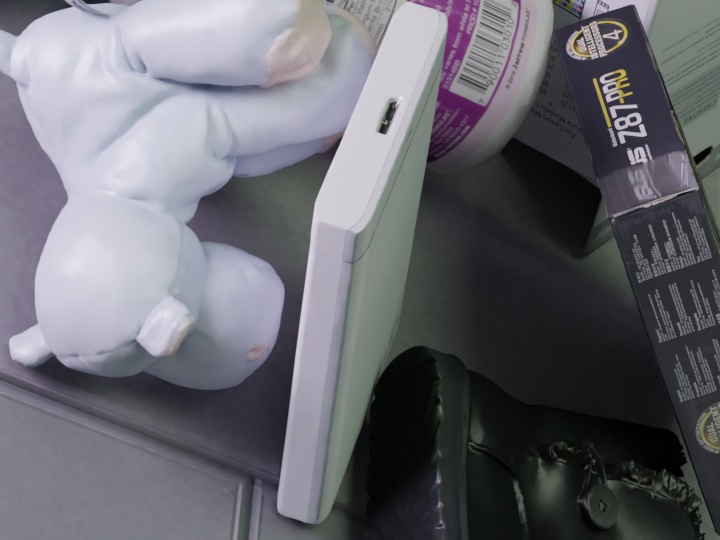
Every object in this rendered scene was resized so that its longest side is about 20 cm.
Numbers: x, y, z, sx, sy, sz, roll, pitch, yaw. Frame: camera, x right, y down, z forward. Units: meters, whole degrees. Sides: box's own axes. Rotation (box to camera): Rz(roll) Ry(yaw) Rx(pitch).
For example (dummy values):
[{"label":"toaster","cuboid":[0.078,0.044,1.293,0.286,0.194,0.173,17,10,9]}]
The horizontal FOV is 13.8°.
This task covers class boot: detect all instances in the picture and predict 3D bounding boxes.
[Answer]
[{"label":"boot","cuboid":[0.082,0.144,1.349,0.167,0.076,0.201,21,57,-30]}]

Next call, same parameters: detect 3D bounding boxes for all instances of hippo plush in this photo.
[{"label":"hippo plush","cuboid":[-0.077,-0.035,1.273,0.199,0.159,0.162,21,62,-47]}]

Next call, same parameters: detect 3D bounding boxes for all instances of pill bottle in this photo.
[{"label":"pill bottle","cuboid":[-0.017,-0.128,1.409,0.199,0.112,0.113,22,53,-27]}]

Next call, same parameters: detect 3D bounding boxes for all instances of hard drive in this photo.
[{"label":"hard drive","cuboid":[0.000,0.000,1.294,0.027,0.201,0.132,16,50,6]}]

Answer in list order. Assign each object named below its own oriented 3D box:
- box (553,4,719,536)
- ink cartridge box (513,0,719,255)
[{"label":"box","cuboid":[0.150,-0.001,1.403,0.162,0.049,0.201,-102,172,-54]},{"label":"ink cartridge box","cuboid":[0.158,-0.128,1.544,0.084,0.176,0.200,33,40,24]}]
